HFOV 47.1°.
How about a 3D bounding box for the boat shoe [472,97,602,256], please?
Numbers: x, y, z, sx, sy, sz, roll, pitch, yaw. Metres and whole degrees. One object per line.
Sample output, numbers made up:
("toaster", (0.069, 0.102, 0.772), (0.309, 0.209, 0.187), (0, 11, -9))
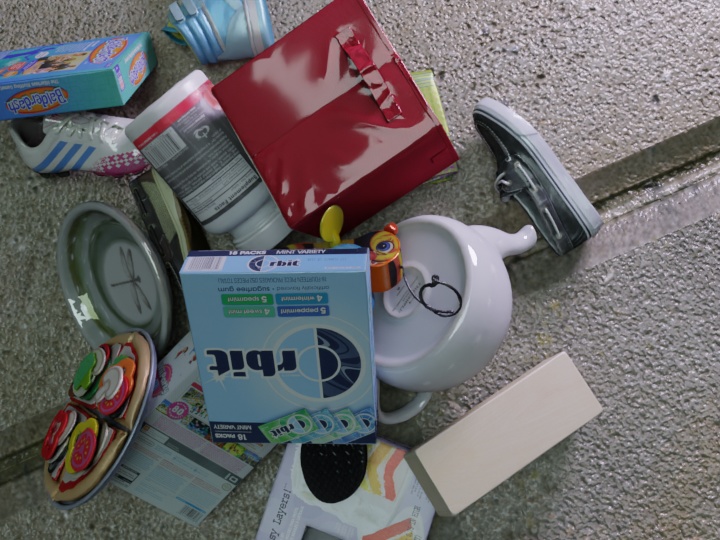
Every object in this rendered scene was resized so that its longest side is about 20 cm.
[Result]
("boat shoe", (0.185, -0.104, 0.928), (0.071, 0.072, 0.200), (-39, 83, -3))

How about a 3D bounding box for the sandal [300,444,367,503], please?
("sandal", (-0.025, 0.150, 0.881), (0.074, 0.045, 0.202), (2, 99, 18))

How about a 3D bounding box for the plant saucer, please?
("plant saucer", (-0.271, 0.015, 0.950), (0.199, 0.050, 0.202), (15, 114, 35))

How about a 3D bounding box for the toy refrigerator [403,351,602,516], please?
("toy refrigerator", (0.150, 0.173, 0.879), (0.199, 0.070, 0.076), (-31, 81, -16))

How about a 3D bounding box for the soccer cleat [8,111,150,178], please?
("soccer cleat", (-0.319, -0.156, 0.969), (0.198, 0.087, 0.070), (-4, 50, 14))

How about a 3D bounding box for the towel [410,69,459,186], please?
("towel", (0.005, -0.152, 0.981), (0.198, 0.023, 0.145), (-14, 81, 4))

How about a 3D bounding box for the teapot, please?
("teapot", (0.087, 0.049, 0.891), (0.199, 0.146, 0.199), (-19, 59, 34))

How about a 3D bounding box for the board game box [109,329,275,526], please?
("board game box", (-0.171, 0.163, 0.897), (0.200, 0.064, 0.147), (-45, 124, 6))

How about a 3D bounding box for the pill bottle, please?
("pill bottle", (-0.158, -0.112, 0.926), (0.110, 0.111, 0.200), (-38, 107, 1))

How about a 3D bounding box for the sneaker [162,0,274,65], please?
("sneaker", (-0.185, -0.344, 0.996), (0.129, 0.080, 0.202), (-14, 81, 4))

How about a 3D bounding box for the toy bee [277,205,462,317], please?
("toy bee", (0.000, 0.000, 0.832), (0.198, 0.132, 0.109), (18, 41, -1))

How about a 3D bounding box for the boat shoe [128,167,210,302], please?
("boat shoe", (-0.219, -0.029, 0.973), (0.064, 0.073, 0.202), (-24, 72, 8))

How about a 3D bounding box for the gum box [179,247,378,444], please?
("gum box", (-0.071, 0.077, 0.788), (0.168, 0.045, 0.202), (0, 121, 5))

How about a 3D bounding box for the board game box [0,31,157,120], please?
("board game box", (-0.356, -0.227, 0.970), (0.198, 0.153, 0.045), (-6, 120, 7))

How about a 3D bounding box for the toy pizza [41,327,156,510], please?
("toy pizza", (-0.283, 0.149, 0.871), (0.032, 0.200, 0.201), (32, 88, -33))

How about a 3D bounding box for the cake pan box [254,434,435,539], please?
("cake pan box", (-0.015, 0.278, 0.920), (0.183, 0.052, 0.202), (20, 86, 11))

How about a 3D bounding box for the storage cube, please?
("storage cube", (-0.018, -0.152, 0.877), (0.179, 0.200, 0.172), (-32, 82, 8))
